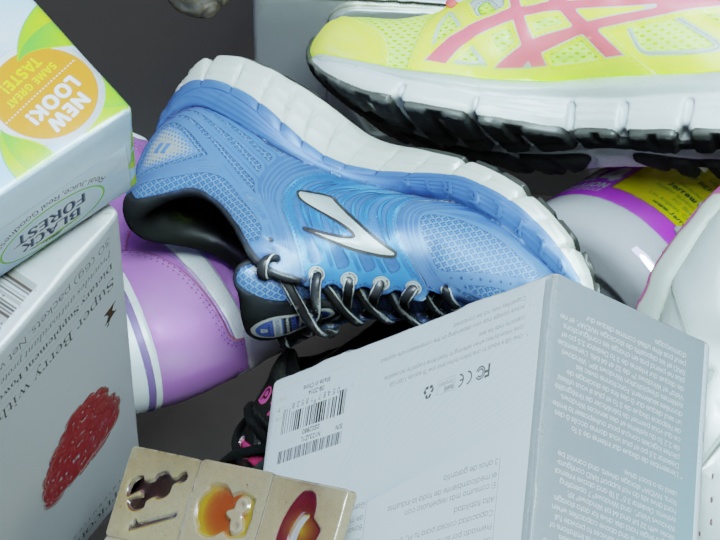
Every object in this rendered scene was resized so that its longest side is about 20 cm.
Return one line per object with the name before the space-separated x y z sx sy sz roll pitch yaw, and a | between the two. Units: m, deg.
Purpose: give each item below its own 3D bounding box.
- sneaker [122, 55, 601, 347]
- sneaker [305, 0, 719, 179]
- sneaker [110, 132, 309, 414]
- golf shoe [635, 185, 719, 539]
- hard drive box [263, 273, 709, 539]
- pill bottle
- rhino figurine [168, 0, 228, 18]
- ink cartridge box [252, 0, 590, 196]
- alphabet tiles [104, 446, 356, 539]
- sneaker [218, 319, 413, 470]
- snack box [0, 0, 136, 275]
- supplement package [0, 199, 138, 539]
sneaker | 0.000 0.000 1.052 0.199 0.079 0.089 24 63 23
sneaker | 0.077 -0.085 1.057 0.199 0.078 0.091 5 79 20
sneaker | -0.081 -0.025 1.156 0.114 0.073 0.201 -20 48 -16
golf shoe | 0.131 0.064 1.004 0.075 0.201 0.091 7 17 -33
hard drive box | 0.032 0.122 0.965 0.077 0.155 0.201 24 61 -32
pill bottle | 0.153 -0.015 1.130 0.199 0.105 0.104 -30 65 -36
rhino figurine | 0.010 -0.171 1.071 0.199 0.088 0.060 -27 65 -13
ink cartridge box | 0.033 -0.150 1.193 0.144 0.146 0.201 4 63 2
alphabet tiles | -0.068 0.162 0.963 0.166 0.008 0.201 8 76 39
sneaker | -0.034 0.076 1.098 0.077 0.084 0.200 29 60 36
snack box | -0.191 -0.033 0.905 0.200 0.053 0.142 -35 69 -19
supplement package | -0.160 0.040 1.010 0.119 0.200 0.121 32 65 15
